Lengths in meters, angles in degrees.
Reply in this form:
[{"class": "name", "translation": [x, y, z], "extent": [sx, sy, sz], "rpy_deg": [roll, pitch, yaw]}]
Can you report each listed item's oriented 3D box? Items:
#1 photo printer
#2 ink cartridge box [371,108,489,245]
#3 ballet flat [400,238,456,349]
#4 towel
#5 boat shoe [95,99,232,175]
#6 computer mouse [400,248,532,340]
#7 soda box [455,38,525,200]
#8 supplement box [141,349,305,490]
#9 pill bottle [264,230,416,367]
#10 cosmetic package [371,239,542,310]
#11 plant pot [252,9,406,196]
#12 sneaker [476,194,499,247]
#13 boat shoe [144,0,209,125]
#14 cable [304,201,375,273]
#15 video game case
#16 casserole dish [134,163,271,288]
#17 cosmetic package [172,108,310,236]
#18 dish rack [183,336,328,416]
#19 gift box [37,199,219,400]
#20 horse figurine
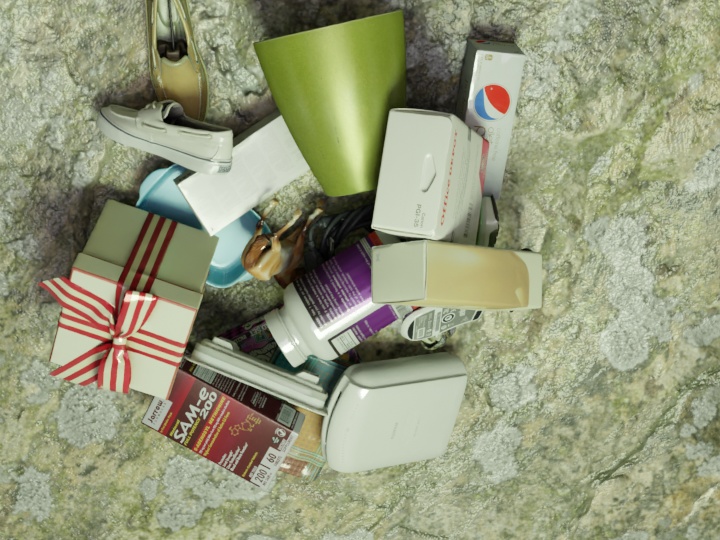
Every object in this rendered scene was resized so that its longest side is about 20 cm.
[{"class": "photo printer", "translation": [0.041, 0.201, 1.786], "extent": [0.199, 0.070, 0.167], "rpy_deg": [-5, 126, -29]}, {"class": "ink cartridge box", "translation": [0.089, -0.107, 1.546], "extent": [0.082, 0.200, 0.148], "rpy_deg": [9, 89, 19]}, {"class": "ballet flat", "translation": [0.081, 0.037, 1.724], "extent": [0.072, 0.072, 0.201], "rpy_deg": [-21, 131, 3]}, {"class": "towel", "translation": [-0.087, 0.202, 1.801], "extent": [0.146, 0.022, 0.201], "rpy_deg": [20, 112, -17]}, {"class": "boat shoe", "translation": [-0.243, -0.179, 1.583], "extent": [0.199, 0.072, 0.066], "rpy_deg": [24, 114, 27]}, {"class": "computer mouse", "translation": [0.138, 0.035, 1.686], "extent": [0.199, 0.044, 0.110], "rpy_deg": [-17, 146, -16]}, {"class": "soda box", "translation": [0.162, -0.197, 1.667], "extent": [0.068, 0.064, 0.201], "rpy_deg": [4, 114, -9]}, {"class": "supplement box", "translation": [-0.189, 0.205, 1.755], "extent": [0.199, 0.061, 0.109], "rpy_deg": [29, 113, -3]}, {"class": "pill bottle", "translation": [-0.019, 0.038, 1.623], "extent": [0.199, 0.113, 0.113], "rpy_deg": [-31, 114, 1]}, {"class": "cosmetic package", "translation": [0.119, 0.009, 1.548], "extent": [0.199, 0.105, 0.072], "rpy_deg": [4, 84, -38]}, {"class": "plant pot", "translation": [-0.020, -0.198, 1.552], "extent": [0.186, 0.187, 0.202], "rpy_deg": [-12, 101, -1]}, {"class": "sneaker", "translation": [0.125, -0.028, 1.715], "extent": [0.088, 0.077, 0.201], "rpy_deg": [7, 135, -6]}, {"class": "boat shoe", "translation": [-0.232, -0.264, 1.581], "extent": [0.071, 0.076, 0.201], "rpy_deg": [-13, 116, -3]}, {"class": "cable", "translation": [0.000, 0.000, 1.727], "extent": [0.162, 0.051, 0.201], "rpy_deg": [-26, 125, -24]}, {"class": "video game case", "translation": [-0.104, 0.140, 1.801], "extent": [0.199, 0.036, 0.182], "rpy_deg": [-26, 116, 5]}, {"class": "casserole dish", "translation": [-0.208, -0.065, 1.695], "extent": [0.121, 0.039, 0.200], "rpy_deg": [-44, 111, 13]}, {"class": "cosmetic package", "translation": [-0.136, -0.136, 1.639], "extent": [0.199, 0.051, 0.083], "rpy_deg": [-34, 108, -7]}, {"class": "dish rack", "translation": [-0.128, 0.133, 1.670], "extent": [0.199, 0.172, 0.044], "rpy_deg": [21, 87, -1]}, {"class": "gift box", "translation": [-0.304, 0.044, 1.628], "extent": [0.198, 0.187, 0.185], "rpy_deg": [14, 126, -4]}, {"class": "horse figurine", "translation": [-0.105, -0.030, 1.667], "extent": [0.050, 0.200, 0.133], "rpy_deg": [36, 106, 18]}]
